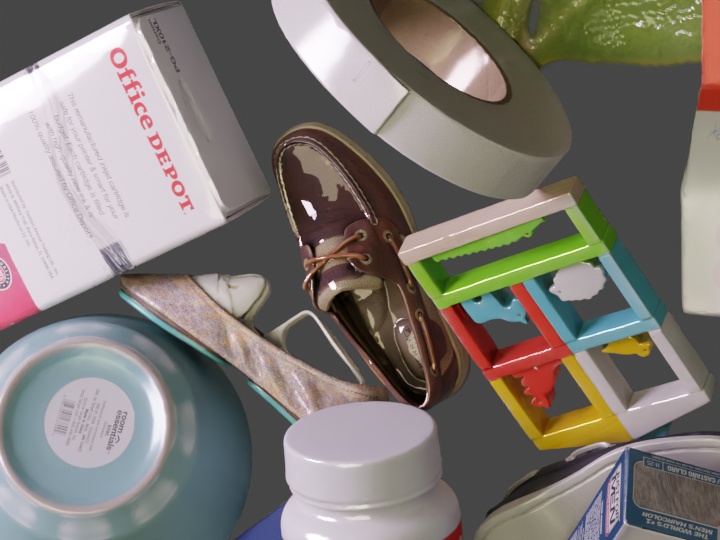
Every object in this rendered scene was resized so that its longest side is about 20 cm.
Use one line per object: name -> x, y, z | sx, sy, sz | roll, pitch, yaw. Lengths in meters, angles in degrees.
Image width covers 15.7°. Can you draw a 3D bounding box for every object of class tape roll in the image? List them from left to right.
tape roll -> 0.037, -0.122, 1.536 | 0.203, 0.203, 0.037 | 43, 114, 6

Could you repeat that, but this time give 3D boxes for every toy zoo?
toy zoo -> 0.129, 0.041, 1.599 | 0.131, 0.020, 0.200 | -19, 119, 34

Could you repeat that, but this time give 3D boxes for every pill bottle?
pill bottle -> 0.010, 0.192, 1.630 | 0.113, 0.114, 0.201 | 2, 111, 20

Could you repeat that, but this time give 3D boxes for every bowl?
bowl -> -0.173, 0.112, 1.673 | 0.200, 0.105, 0.202 | -1, 74, 2

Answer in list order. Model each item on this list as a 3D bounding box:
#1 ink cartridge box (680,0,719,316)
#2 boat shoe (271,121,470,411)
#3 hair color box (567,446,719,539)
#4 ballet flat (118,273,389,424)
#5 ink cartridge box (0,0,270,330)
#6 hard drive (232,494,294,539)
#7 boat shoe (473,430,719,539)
ink cartridge box -> 0.273, -0.070, 1.545 | 0.162, 0.057, 0.201 | 3, 109, 20
boat shoe -> 0.000, 0.000, 1.649 | 0.072, 0.072, 0.201 | -26, 93, 24
hair color box -> 0.171, 0.197, 1.580 | 0.100, 0.061, 0.200 | 16, 139, -9
ballet flat -> -0.064, 0.044, 1.696 | 0.200, 0.068, 0.067 | 36, 92, 7
ink cartridge box -> -0.179, -0.067, 1.694 | 0.199, 0.084, 0.145 | -24, 93, 25
hard drive -> 0.013, 0.231, 1.726 | 0.132, 0.025, 0.200 | -37, 88, 24
boat shoe -> 0.162, 0.139, 1.619 | 0.200, 0.060, 0.074 | -29, 104, 32
